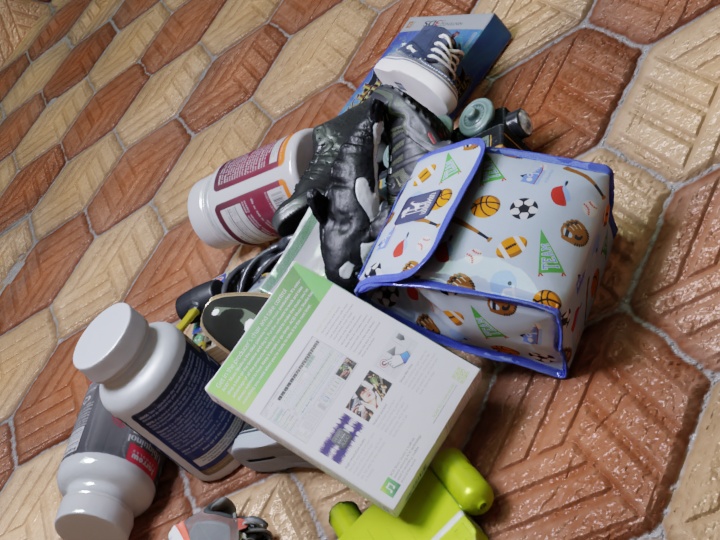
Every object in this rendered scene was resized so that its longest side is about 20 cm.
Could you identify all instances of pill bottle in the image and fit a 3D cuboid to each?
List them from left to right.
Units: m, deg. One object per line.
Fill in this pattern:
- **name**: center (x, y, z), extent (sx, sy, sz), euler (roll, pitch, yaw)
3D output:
- **pill bottle**: center (-0.275, 0.208, 1.301), extent (0.110, 0.111, 0.201), euler (-24, 38, 31)
- **pill bottle**: center (-0.203, 0.125, 1.224), extent (0.110, 0.200, 0.112), euler (-29, 35, 23)
- **pill bottle**: center (-0.118, -0.097, 1.463), extent (0.199, 0.114, 0.115), euler (-16, 41, 38)

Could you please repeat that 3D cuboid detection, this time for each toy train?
- **toy train**: center (0.098, -0.105, 1.253), extent (0.199, 0.085, 0.115), euler (-21, 48, 35)

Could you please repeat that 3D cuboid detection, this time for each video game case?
- **video game case**: center (0.071, -0.236, 1.464), extent (0.201, 0.045, 0.181), euler (-55, 31, -14)

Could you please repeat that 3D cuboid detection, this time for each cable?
- **cable**: center (-0.074, 0.034, 1.289), extent (0.198, 0.051, 0.165), euler (-18, 56, 12)

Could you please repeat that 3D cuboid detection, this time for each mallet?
- **mallet**: center (-0.224, 0.079, 1.357), extent (0.065, 0.041, 0.200), euler (-21, 20, 37)

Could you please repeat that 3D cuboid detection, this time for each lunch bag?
- **lunch bag**: center (0.111, -0.021, 1.034), extent (0.198, 0.124, 0.171), euler (14, 57, 24)

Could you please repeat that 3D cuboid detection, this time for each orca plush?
- **orca plush**: center (-0.016, -0.077, 1.173), extent (0.105, 0.070, 0.202), euler (30, 108, 54)

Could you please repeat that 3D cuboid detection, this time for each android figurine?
- **android figurine**: center (0.038, 0.236, 0.968), extent (0.182, 0.041, 0.200), euler (-44, 29, 2)

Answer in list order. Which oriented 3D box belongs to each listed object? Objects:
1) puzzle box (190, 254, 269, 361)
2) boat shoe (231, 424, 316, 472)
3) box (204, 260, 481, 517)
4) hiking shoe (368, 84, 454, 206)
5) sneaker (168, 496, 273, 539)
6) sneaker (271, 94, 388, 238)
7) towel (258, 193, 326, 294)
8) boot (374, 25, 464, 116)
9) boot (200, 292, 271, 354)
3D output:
- **puzzle box**: center (-0.124, 0.031, 1.408), extent (0.199, 0.025, 0.134), euler (-28, 35, 27)
- **boat shoe**: center (-0.056, 0.152, 1.142), extent (0.199, 0.072, 0.072), euler (-12, 48, 45)
- **box**: center (-0.015, 0.099, 1.006), extent (0.199, 0.036, 0.145), euler (30, 72, 16)
- **hiking shoe**: center (0.050, -0.113, 1.197), extent (0.101, 0.075, 0.200), euler (-49, 48, 13)
- **sneaker**: center (-0.117, 0.266, 1.086), extent (0.082, 0.077, 0.200), euler (-44, 31, -10)
- **sneaker**: center (-0.033, -0.125, 1.355), extent (0.199, 0.060, 0.105), euler (-32, 59, -8)
- **towel**: center (0.000, 0.000, 1.222), extent (0.199, 0.031, 0.150), euler (19, 72, 34)
- **boot**: center (0.084, -0.239, 1.335), extent (0.090, 0.073, 0.200), euler (-43, 26, -2)
- **boot**: center (-0.078, 0.071, 1.109), extent (0.198, 0.138, 0.078), euler (18, 92, 13)
